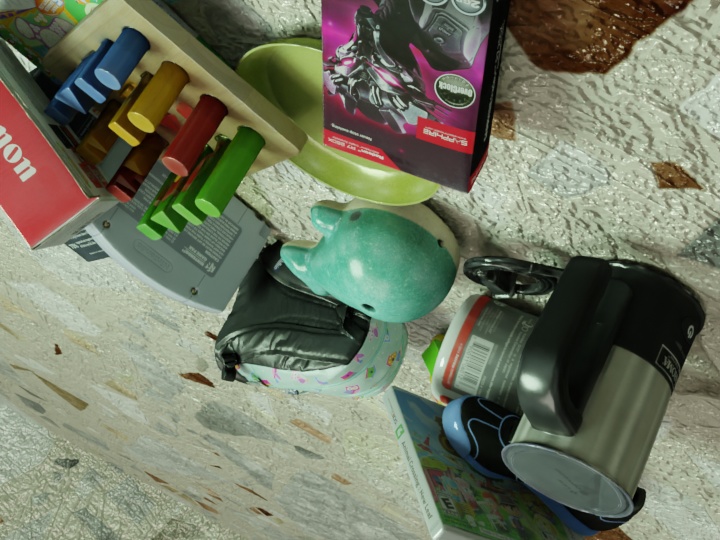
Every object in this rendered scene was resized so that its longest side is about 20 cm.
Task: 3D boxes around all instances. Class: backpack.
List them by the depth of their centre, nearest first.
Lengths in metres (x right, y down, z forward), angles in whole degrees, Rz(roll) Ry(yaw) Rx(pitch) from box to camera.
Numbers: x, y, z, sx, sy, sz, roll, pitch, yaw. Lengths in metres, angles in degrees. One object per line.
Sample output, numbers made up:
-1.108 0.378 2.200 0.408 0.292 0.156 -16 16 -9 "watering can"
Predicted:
-0.048 0.064 1.259 0.199 0.168 0.126 6 163 35 "backpack"

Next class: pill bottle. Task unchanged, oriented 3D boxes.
0.180 0.110 1.118 0.199 0.116 0.116 22 155 15 "pill bottle"

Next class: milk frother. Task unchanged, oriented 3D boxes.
0.165 0.085 0.994 0.180 0.189 0.199 42 153 -26 "milk frother"

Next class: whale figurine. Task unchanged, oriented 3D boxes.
0.000 0.000 1.098 0.199 0.104 0.159 -11 136 43 "whale figurine"

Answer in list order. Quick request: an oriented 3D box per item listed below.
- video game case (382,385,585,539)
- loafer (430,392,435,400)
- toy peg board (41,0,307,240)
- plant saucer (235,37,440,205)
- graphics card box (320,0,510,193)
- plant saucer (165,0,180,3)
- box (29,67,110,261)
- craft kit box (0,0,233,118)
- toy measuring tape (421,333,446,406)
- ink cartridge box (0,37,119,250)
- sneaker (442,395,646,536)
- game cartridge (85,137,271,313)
0.122 0.202 1.061 0.199 0.183 0.022 24 116 -29 "video game case"
0.136 0.174 1.357 0.072 0.063 0.200 8 149 40 "loafer"
-0.186 -0.120 0.991 0.199 0.098 0.199 39 154 -23 "toy peg board"
-0.013 -0.130 0.964 0.199 0.031 0.200 25 156 12 "plant saucer"
0.036 -0.152 0.799 0.125 0.051 0.201 21 144 14 "graphics card box"
-0.192 -0.283 0.875 0.070 0.019 0.200 0 142 47 "plant saucer"
-0.320 -0.113 1.245 0.200 0.105 0.148 42 153 -26 "box"
-0.243 -0.215 1.036 0.197 0.049 0.199 38 155 -27 "craft kit box"
0.124 0.146 1.222 0.074 0.073 0.201 59 -175 -49 "toy measuring tape"
-0.322 -0.123 1.044 0.201 0.084 0.176 53 179 -4 "ink cartridge box"
0.171 0.170 1.043 0.199 0.070 0.078 34 141 -12 "sneaker"
-0.202 -0.050 1.204 0.200 0.134 0.040 40 154 -22 "game cartridge"
